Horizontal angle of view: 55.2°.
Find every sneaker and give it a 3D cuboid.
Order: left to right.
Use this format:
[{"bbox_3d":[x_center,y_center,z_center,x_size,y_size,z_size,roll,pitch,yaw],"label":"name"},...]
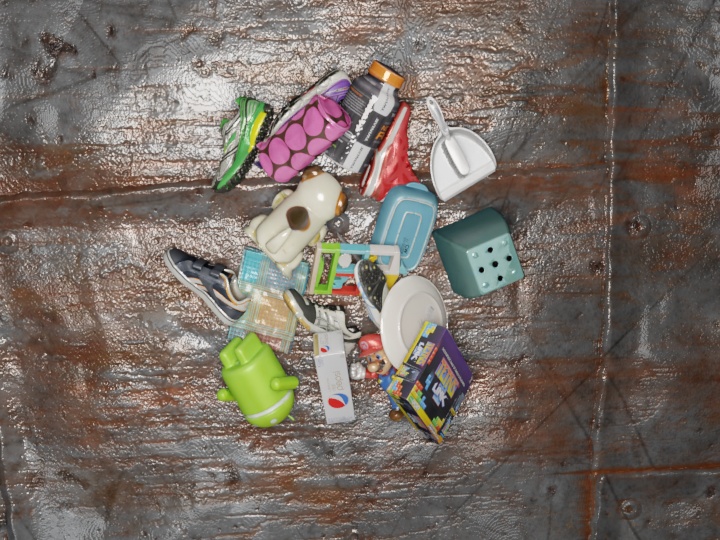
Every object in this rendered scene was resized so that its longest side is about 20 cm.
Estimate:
[{"bbox_3d":[-0.304,0.014,1.396,0.200,0.079,0.079,44,106,-9],"label":"sneaker"},{"bbox_3d":[-0.248,-0.249,1.372,0.084,0.078,0.203,26,90,3],"label":"sneaker"},{"bbox_3d":[-0.096,-0.311,1.364,0.198,0.081,0.084,-35,111,6],"label":"sneaker"},{"bbox_3d":[-0.078,0.092,1.424,0.088,0.076,0.200,-44,118,-2],"label":"sneaker"},{"bbox_3d":[0.029,0.057,1.390,0.072,0.072,0.201,-55,134,-29],"label":"sneaker"},{"bbox_3d":[0.081,-0.230,1.397,0.114,0.078,0.203,21,101,-21],"label":"sneaker"}]

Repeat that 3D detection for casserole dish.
[{"bbox_3d":[0.090,-0.078,1.399,0.119,0.039,0.203,11,114,-16],"label":"casserole dish"}]

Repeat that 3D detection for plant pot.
[{"bbox_3d":[0.243,-0.026,1.361,0.139,0.200,0.144,-22,100,1],"label":"plant pot"}]

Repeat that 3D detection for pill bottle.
[{"bbox_3d":[0.009,-0.300,1.333,0.105,0.107,0.202,28,110,-7],"label":"pill bottle"}]

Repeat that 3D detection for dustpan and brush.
[{"bbox_3d":[0.181,-0.258,1.391,0.138,0.057,0.202,-30,99,2],"label":"dustpan and brush"}]

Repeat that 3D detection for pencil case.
[{"bbox_3d":[-0.111,-0.251,1.303,0.199,0.090,0.095,-32,88,33],"label":"pencil case"}]

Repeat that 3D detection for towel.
[{"bbox_3d":[-0.194,0.063,1.443,0.144,0.022,0.204,13,98,-4],"label":"towel"}]

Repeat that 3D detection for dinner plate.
[{"bbox_3d":[0.118,0.112,1.404,0.198,0.024,0.205,3,85,-43],"label":"dinner plate"}]

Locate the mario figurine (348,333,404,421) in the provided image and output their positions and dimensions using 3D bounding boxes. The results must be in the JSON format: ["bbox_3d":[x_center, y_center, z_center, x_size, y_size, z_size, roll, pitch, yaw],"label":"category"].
[{"bbox_3d":[0.051,0.227,1.438,0.122,0.106,0.202,-30,102,-5],"label":"mario figurine"}]

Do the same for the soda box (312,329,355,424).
[{"bbox_3d":[-0.053,0.220,1.409,0.062,0.069,0.203,-8,128,-2],"label":"soda box"}]

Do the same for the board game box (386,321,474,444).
[{"bbox_3d":[0.147,0.229,1.385,0.167,0.056,0.201,-56,139,-21],"label":"board game box"}]

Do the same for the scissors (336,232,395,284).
[{"bbox_3d":[0.022,-0.003,1.449,0.072,0.014,0.203,-25,98,4],"label":"scissors"}]

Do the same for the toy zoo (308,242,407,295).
[{"bbox_3d":[0.000,0.000,1.383,0.196,0.021,0.133,3,136,-13],"label":"toy zoo"}]

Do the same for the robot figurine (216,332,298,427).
[{"bbox_3d":[-0.210,0.233,1.417,0.173,0.116,0.203,-17,108,28],"label":"robot figurine"}]

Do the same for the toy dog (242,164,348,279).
[{"bbox_3d":[-0.121,-0.111,1.338,0.139,0.194,0.200,43,82,5],"label":"toy dog"}]
